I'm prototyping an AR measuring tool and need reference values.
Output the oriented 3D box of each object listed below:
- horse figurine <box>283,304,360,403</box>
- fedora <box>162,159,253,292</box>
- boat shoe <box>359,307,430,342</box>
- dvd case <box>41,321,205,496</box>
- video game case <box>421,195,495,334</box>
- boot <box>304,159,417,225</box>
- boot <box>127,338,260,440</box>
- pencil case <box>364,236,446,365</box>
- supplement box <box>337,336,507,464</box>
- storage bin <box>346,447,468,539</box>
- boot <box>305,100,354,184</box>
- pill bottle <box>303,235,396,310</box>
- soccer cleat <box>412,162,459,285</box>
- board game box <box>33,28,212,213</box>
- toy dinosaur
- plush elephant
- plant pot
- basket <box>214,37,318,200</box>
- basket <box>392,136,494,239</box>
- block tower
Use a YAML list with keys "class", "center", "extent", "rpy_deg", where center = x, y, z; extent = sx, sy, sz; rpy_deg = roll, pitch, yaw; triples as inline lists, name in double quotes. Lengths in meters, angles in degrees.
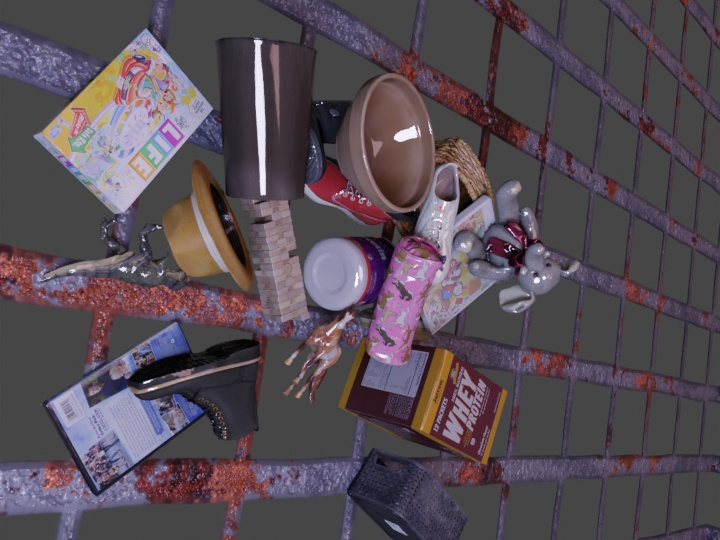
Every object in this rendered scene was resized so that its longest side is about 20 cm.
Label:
- class: "horse figurine"
  center: [-0.066, 0.135, 1.015]
  extent: [0.133, 0.050, 0.201]
  rpy_deg: [-46, 162, -27]
- class: "fedora"
  center: [-0.210, -0.048, 0.867]
  extent: [0.081, 0.201, 0.203]
  rpy_deg: [-22, 111, -2]
- class: "boat shoe"
  center: [0.072, 0.111, 1.184]
  extent: [0.198, 0.071, 0.077]
  rpy_deg: [7, 99, -43]
- class: "dvd case"
  center: [-0.300, 0.180, 0.867]
  extent: [0.199, 0.017, 0.145]
  rpy_deg: [-35, 115, -38]
- class: "video game case"
  center: [0.175, -0.008, 1.162]
  extent: [0.199, 0.023, 0.184]
  rpy_deg: [-37, 130, -18]
- class: "boot"
  center: [0.000, -0.133, 1.053]
  extent: [0.199, 0.143, 0.074]
  rpy_deg: [27, 74, -39]
- class: "boot"
  center: [-0.215, 0.185, 0.890]
  extent: [0.198, 0.077, 0.141]
  rpy_deg: [-10, 103, -43]
- class: "pencil case"
  center: [0.068, 0.051, 1.015]
  extent: [0.085, 0.083, 0.203]
  rpy_deg: [16, 112, -6]
- class: "supplement box"
  center: [0.110, 0.224, 1.129]
  extent: [0.196, 0.198, 0.135]
  rpy_deg: [35, 69, -38]
- class: "storage bin"
  center: [0.086, 0.422, 1.155]
  extent: [0.201, 0.134, 0.094]
  rpy_deg: [52, 59, -31]
- class: "boot"
  center: [-0.032, -0.210, 1.039]
  extent: [0.198, 0.066, 0.167]
  rpy_deg: [-3, 63, -45]
- class: "pill bottle"
  center: [0.000, 0.000, 1.060]
  extent: [0.199, 0.111, 0.115]
  rpy_deg: [-7, 97, -62]
- class: "soccer cleat"
  center: [0.125, -0.079, 1.053]
  extent: [0.068, 0.078, 0.204]
  rpy_deg: [9, 77, -12]
- class: "board game box"
  center: [-0.300, -0.195, 0.843]
  extent: [0.135, 0.034, 0.201]
  rpy_deg: [49, 60, -33]
- class: "toy dinosaur"
  center: [-0.303, -0.020, 0.841]
  extent: [0.198, 0.047, 0.090]
  rpy_deg: [6, 94, -40]
- class: "plush elephant"
  center: [0.279, -0.020, 1.117]
  extent: [0.164, 0.154, 0.201]
  rpy_deg: [-42, 132, -14]
- class: "plant pot"
  center: [0.026, -0.186, 0.975]
  extent: [0.200, 0.092, 0.205]
  rpy_deg: [3, 86, -54]
- class: "basket"
  center: [-0.130, -0.204, 0.898]
  extent: [0.180, 0.133, 0.204]
  rpy_deg: [-51, 144, -76]
- class: "basket"
  center: [0.152, -0.123, 1.196]
  extent: [0.149, 0.141, 0.202]
  rpy_deg: [-44, 119, -33]
- class: "block tower"
  center: [-0.131, -0.017, 0.995]
  extent: [0.057, 0.054, 0.203]
  rpy_deg: [-21, 105, -40]
